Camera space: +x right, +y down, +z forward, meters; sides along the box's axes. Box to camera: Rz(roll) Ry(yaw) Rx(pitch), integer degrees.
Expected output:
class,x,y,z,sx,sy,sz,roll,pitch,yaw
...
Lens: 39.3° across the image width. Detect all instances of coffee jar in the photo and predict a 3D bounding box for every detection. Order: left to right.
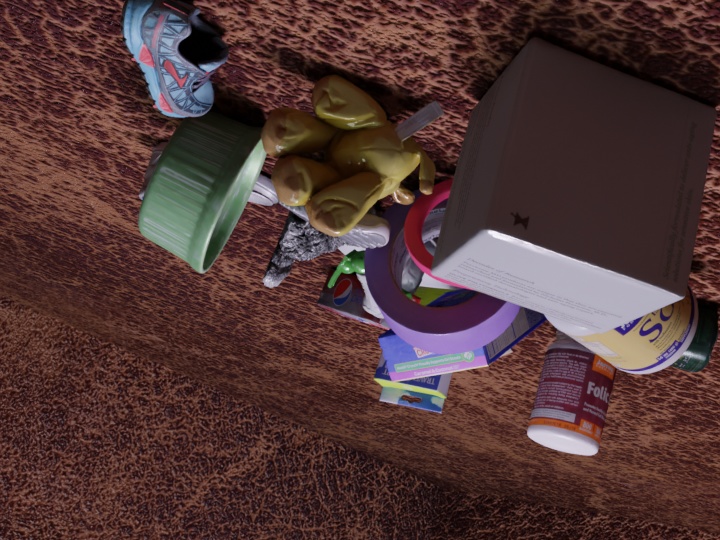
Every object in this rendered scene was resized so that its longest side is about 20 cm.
class,x,y,z,sx,sy,sz,roll,pitch,yaw
coffee jar,0.394,0.077,1.421,0.199,0.086,0.104,14,165,9

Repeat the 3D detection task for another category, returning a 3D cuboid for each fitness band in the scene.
class,x,y,z,sx,sy,sz,roll,pitch,yaw
fitness band,0.149,-0.046,1.194,0.199,0.145,0.037,11,163,21

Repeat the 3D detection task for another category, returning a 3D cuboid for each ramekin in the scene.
class,x,y,z,sx,sy,sz,roll,pitch,yaw
ramekin,-0.200,-0.107,1.281,0.097,0.201,0.200,26,162,-1

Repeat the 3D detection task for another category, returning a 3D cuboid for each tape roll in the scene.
class,x,y,z,sx,sy,sz,roll,pitch,yaw
tape roll,0.108,-0.002,1.275,0.199,0.201,0.085,12,161,17

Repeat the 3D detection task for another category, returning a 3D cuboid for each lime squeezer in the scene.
class,x,y,z,sx,sy,sz,roll,pitch,yaw
lime squeezer,0.000,0.000,1.449,0.199,0.038,0.071,6,143,54

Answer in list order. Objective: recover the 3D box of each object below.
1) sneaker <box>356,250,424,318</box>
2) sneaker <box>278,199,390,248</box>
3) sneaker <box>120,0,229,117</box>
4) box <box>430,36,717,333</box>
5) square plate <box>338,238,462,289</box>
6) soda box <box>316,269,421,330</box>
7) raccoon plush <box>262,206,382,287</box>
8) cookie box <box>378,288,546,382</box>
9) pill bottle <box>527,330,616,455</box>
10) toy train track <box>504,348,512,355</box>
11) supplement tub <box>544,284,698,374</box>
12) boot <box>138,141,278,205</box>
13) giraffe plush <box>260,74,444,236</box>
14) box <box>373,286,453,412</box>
class,x,y,z,sx,sy,sz,roll,pitch,yaw
sneaker,0.029,0.006,1.518,0.099,0.078,0.200,27,153,-6
sneaker,-0.029,-0.089,1.272,0.200,0.082,0.075,28,179,45
sneaker,-0.187,-0.224,1.100,0.095,0.080,0.200,11,162,14
box,0.200,-0.074,0.967,0.199,0.200,0.171,18,163,-7
square plate,0.062,-0.025,1.538,0.197,0.029,0.200,7,159,33
soda box,0.011,0.052,1.693,0.063,0.070,0.200,27,173,-34
raccoon plush,-0.047,-0.041,1.443,0.133,0.097,0.200,21,140,-9
cookie box,0.150,0.081,1.450,0.170,0.076,0.200,-14,-172,38
pill bottle,0.340,0.179,1.592,0.113,0.201,0.114,16,163,5
toy train track,0.217,0.096,1.558,0.114,0.033,0.200,-23,-167,10
supplement tub,0.314,0.031,1.262,0.199,0.146,0.145,30,159,-36
boot,-0.216,-0.108,1.449,0.199,0.096,0.074,18,163,0
giraffe plush,-0.005,-0.124,1.156,0.199,0.174,0.162,-17,174,-4
box,0.101,0.123,1.657,0.121,0.201,0.048,7,160,30
